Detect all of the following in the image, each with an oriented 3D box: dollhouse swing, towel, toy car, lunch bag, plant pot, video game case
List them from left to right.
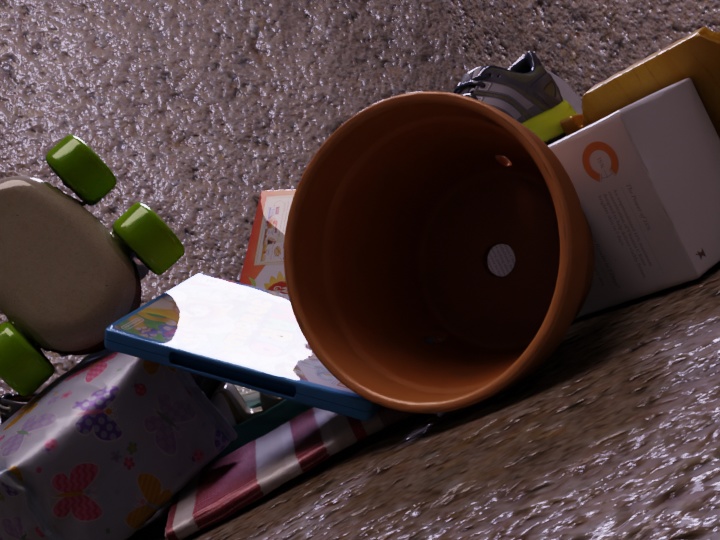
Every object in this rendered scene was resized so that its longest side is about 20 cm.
[{"bbox_3d":[-0.218,0.148,0.910,0.200,0.127,0.170,-15,22,49],"label":"lunch bag"},{"bbox_3d":[-0.233,0.015,0.978,0.164,0.158,0.200,-44,-15,-10],"label":"toy car"},{"bbox_3d":[-0.062,0.050,0.861,0.200,0.018,0.143,14,20,17],"label":"video game case"},{"bbox_3d":[-0.045,0.130,0.860,0.200,0.023,0.144,-29,4,-3],"label":"towel"},{"bbox_3d":[0.068,-0.010,0.796,0.200,0.201,0.140,-26,-14,26],"label":"plant pot"},{"bbox_3d":[0.309,-0.124,0.928,0.176,0.182,0.200,-41,9,-31],"label":"dollhouse swing"}]

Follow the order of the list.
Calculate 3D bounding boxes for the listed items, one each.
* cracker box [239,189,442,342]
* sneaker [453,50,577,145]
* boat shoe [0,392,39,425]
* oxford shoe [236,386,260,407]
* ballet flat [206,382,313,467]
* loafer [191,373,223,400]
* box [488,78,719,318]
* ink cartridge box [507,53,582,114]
[{"bbox_3d":[0.000,0.000,1.008,0.200,0.134,0.058,0,-27,24],"label":"cracker box"},{"bbox_3d":[0.091,-0.117,0.955,0.200,0.081,0.074,-27,1,-39],"label":"sneaker"},{"bbox_3d":[-0.249,0.128,1.132,0.199,0.068,0.072,-13,-4,9],"label":"boat shoe"},{"bbox_3d":[-0.094,0.120,1.101,0.075,0.058,0.200,-38,3,-30],"label":"oxford shoe"},{"bbox_3d":[-0.080,0.113,0.983,0.200,0.071,0.067,-27,6,8],"label":"ballet flat"},{"bbox_3d":[-0.155,0.106,1.010,0.072,0.063,0.200,-50,-19,-32],"label":"loafer"},{"bbox_3d":[0.171,-0.040,0.889,0.097,0.125,0.200,-28,2,-40],"label":"box"},{"bbox_3d":[0.134,-0.079,1.112,0.200,0.145,0.083,-43,-32,19],"label":"ink cartridge box"}]
